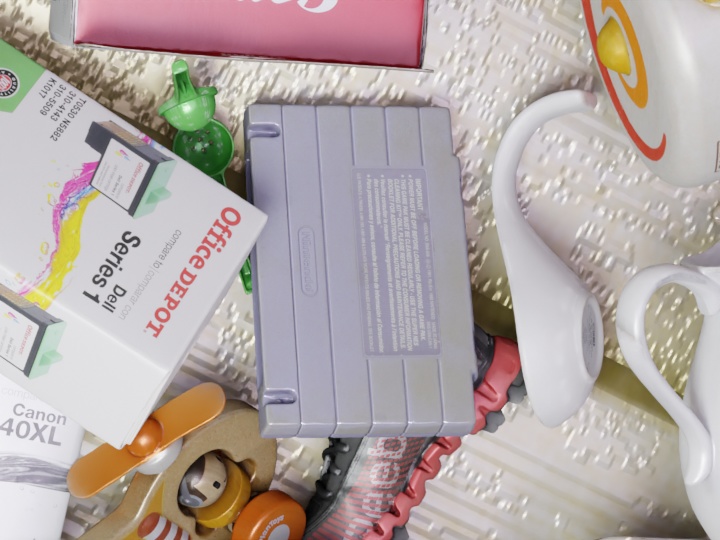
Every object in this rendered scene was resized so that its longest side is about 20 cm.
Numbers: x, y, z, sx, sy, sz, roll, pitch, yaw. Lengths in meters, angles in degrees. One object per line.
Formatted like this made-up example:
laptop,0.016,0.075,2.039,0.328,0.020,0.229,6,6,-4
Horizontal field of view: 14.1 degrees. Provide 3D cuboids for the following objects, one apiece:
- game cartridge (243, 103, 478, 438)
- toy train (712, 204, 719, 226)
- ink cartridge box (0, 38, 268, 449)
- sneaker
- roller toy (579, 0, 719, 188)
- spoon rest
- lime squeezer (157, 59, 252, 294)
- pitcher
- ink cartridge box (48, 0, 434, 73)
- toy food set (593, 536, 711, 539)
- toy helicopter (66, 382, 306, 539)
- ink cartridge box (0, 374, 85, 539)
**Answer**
game cartridge,0.000,0.000,1.689,0.129,0.038,0.201,2,69,-15
toy train,0.295,0.023,1.786,0.150,0.056,0.201,0,107,11
ink cartridge box,-0.172,-0.019,1.613,0.200,0.084,0.145,33,46,-3
sneaker,0.008,0.102,1.726,0.098,0.071,0.201,40,87,-14
roller toy,0.203,-0.146,1.670,0.139,0.200,0.183,-19,107,-7
spoon rest,0.110,-0.006,1.732,0.060,0.099,0.201,0,86,20
lime squeezer,-0.095,-0.073,1.669,0.038,0.071,0.200,-6,141,6
pitcher,0.225,0.077,1.704,0.171,0.121,0.201,-16,106,-30
ink cartridge box,-0.065,-0.159,1.621,0.199,0.176,0.084,3,97,-12
toy food set,0.167,0.255,1.744,0.143,0.060,0.201,8,96,-54
toy helicopter,-0.127,0.140,1.648,0.200,0.079,0.132,-35,139,-26
ink cartridge box,-0.241,0.112,1.670,0.145,0.083,0.201,12,96,-13
